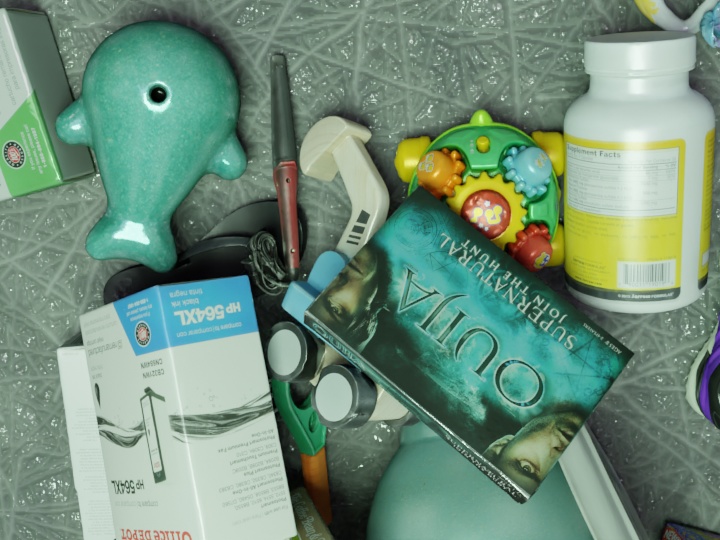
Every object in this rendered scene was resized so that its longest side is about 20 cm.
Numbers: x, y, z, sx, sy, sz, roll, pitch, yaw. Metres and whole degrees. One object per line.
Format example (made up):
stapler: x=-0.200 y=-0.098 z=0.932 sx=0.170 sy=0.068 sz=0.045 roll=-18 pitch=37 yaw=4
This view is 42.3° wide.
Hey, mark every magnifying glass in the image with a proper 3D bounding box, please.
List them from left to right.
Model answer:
magnifying glass: x=-0.044 y=0.140 z=0.825 sx=0.022 sy=0.080 sz=0.202 roll=9 pitch=115 yaw=27

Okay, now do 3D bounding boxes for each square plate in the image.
square plate: x=0.196 y=0.195 z=0.704 sx=0.028 sy=0.199 sz=0.200 roll=-28 pitch=138 yaw=10

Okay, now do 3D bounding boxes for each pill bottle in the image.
pill bottle: x=0.213 y=-0.077 z=0.719 sx=0.111 sy=0.112 sz=0.202 roll=-2 pitch=108 yaw=6

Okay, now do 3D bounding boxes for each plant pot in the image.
plant pot: x=0.095 y=0.191 z=0.770 sx=0.198 sy=0.200 sz=0.136 roll=-6 pitch=74 yaw=7

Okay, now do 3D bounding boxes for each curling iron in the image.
curling iron: x=-0.069 y=-0.081 z=0.775 sx=0.025 sy=0.049 sz=0.202 roll=-3 pitch=82 yaw=45

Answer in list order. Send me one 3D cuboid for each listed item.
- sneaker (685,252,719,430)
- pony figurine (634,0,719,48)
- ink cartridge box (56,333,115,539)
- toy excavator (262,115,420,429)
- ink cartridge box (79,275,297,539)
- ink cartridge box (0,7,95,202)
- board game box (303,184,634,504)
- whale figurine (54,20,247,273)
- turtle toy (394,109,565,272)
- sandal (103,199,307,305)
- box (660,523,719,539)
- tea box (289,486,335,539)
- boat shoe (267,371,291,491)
sneaker: x=0.326 y=0.042 z=0.748 sx=0.069 sy=0.100 sz=0.202 roll=9 pitch=103 yaw=1
pony figurine: x=0.305 y=-0.234 z=0.686 sx=0.199 sy=0.167 sz=0.194 roll=28 pitch=135 yaw=-4
ink cartridge box: x=-0.205 y=0.158 z=0.850 sx=0.108 sy=0.050 sz=0.202 roll=-2 pitch=102 yaw=5
toy excavator: x=0.000 y=0.000 z=0.746 sx=0.194 sy=0.099 sz=0.201 roll=35 pitch=105 yaw=37
ink cartridge box: x=-0.137 y=0.118 z=0.720 sx=0.145 sy=0.084 sz=0.202 roll=-17 pitch=82 yaw=49
ink cartridge box: x=-0.349 y=-0.121 z=0.788 sx=0.198 sy=0.084 sz=0.147 roll=-15 pitch=101 yaw=8
board game box: x=0.076 y=0.048 z=0.664 sx=0.199 sy=0.028 sz=0.135 roll=38 pitch=69 yaw=11
whale figurine: x=-0.168 y=-0.100 z=0.750 sx=0.158 sy=0.104 sz=0.202 roll=13 pitch=91 yaw=-11
turtle toy: x=0.101 y=-0.028 z=0.756 sx=0.144 sy=0.101 sz=0.202 roll=-2 pitch=101 yaw=6
sandal: x=-0.134 y=0.004 z=0.814 sx=0.199 sy=0.043 sz=0.077 roll=-26 pitch=98 yaw=10
box: x=0.305 y=0.352 z=0.759 sx=0.121 sy=0.200 sz=0.194 roll=15 pitch=102 yaw=-4
tea box: x=-0.085 y=0.291 z=0.706 sx=0.195 sy=0.200 sz=0.135 roll=-26 pitch=99 yaw=-11
boat shoe: x=-0.095 y=0.116 z=0.818 sx=0.067 sy=0.074 sz=0.201 roll=-7 pitch=105 yaw=-4
